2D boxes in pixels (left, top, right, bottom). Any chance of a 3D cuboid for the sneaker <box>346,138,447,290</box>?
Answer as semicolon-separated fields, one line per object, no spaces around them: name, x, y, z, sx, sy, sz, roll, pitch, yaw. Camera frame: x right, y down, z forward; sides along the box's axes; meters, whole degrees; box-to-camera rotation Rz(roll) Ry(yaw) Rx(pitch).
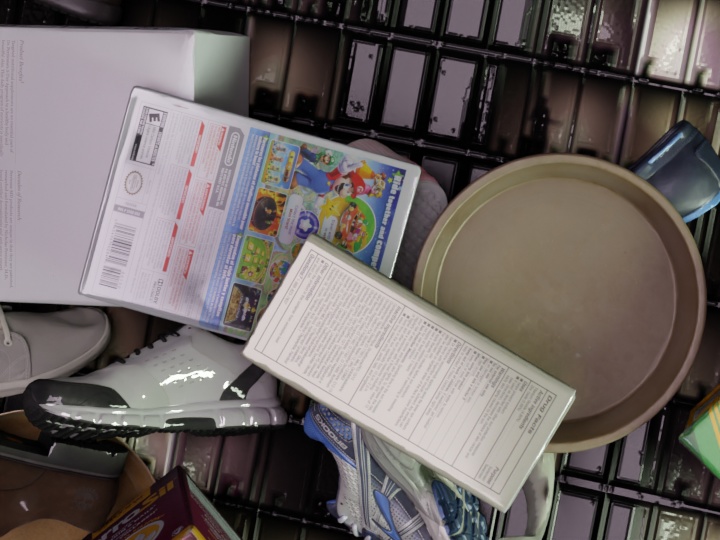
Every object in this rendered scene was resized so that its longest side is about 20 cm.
sneaker;0.000;0.000;1.586;0.105;0.075;0.201;45;132;44

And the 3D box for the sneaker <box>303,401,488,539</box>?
sneaker;0.026;0.163;1.577;0.085;0.077;0.201;-22;103;23

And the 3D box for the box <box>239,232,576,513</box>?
box;0.030;0.064;1.441;0.199;0.078;0.095;32;91;-1

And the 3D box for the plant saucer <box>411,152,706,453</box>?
plant saucer;0.132;0.021;1.496;0.199;0.029;0.202;0;95;-3

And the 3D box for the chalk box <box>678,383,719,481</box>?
chalk box;0.327;0.134;1.488;0.200;0.125;0.124;45;102;5

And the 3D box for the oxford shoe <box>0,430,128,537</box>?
oxford shoe;-0.271;0.149;1.585;0.199;0.073;0.085;12;96;-8

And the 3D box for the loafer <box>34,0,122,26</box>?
loafer;-0.257;-0.241;1.628;0.199;0.073;0.072;22;93;2

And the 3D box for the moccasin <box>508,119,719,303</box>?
moccasin;0.154;-0.039;1.545;0.199;0.080;0.068;-29;100;0

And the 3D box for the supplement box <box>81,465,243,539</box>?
supplement box;-0.137;0.218;1.543;0.110;0.200;0.086;-38;100;-1

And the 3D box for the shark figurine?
shark figurine;0.093;0.123;1.558;0.089;0.128;0.216;-39;64;48

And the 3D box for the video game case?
video game case;-0.074;-0.027;1.484;0.199;0.018;0.144;15;94;-5

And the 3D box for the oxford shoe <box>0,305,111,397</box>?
oxford shoe;-0.275;0.054;1.607;0.199;0.075;0.058;-11;122;-19

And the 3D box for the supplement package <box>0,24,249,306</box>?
supplement package;-0.191;-0.076;1.578;0.199;0.147;0.193;3;95;12

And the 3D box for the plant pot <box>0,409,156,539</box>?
plant pot;-0.240;0.199;1.643;0.199;0.027;0.202;-1;95;-8

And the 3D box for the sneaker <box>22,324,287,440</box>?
sneaker;-0.148;0.079;1.585;0.074;0.199;0.081;-15;77;57
